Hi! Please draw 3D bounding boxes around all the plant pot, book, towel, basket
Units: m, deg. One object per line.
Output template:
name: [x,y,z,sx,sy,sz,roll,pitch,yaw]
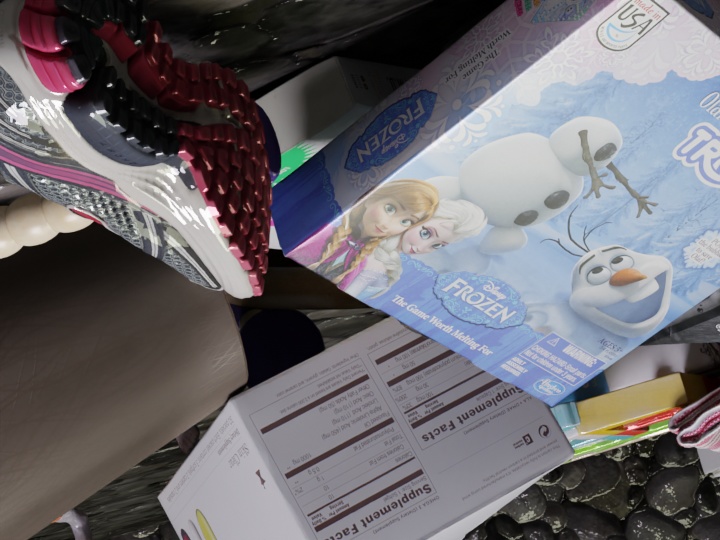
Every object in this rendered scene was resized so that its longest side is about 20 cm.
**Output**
plant pot: [0.000,0.000,1.278,0.198,0.028,0.200,-2,-175,0]
book: [-0.005,-0.058,1.105,0.133,0.048,0.199,-28,165,29]
towel: [0.263,0.069,1.355,0.146,0.030,0.200,-32,166,11]
basket: [-0.168,0.047,1.115,0.199,0.181,0.136,-25,173,-15]

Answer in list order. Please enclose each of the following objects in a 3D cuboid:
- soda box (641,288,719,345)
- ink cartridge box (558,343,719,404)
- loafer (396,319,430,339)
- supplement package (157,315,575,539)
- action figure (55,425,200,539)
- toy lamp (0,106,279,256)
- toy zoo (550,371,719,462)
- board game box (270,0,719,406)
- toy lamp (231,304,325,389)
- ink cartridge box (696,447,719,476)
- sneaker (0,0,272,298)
soda box: [0.152,-0.006,1.147,0.199,0.064,0.071,-5,-143,42]
ink cartridge box: [0.190,0.000,1.421,0.198,0.147,0.147,-17,170,4]
loafer: [0.059,-0.045,1.061,0.072,0.073,0.201,5,132,-35]
supplement package: [-0.003,0.112,1.224,0.155,0.111,0.200,-27,169,-23]
action figure: [-0.218,0.097,1.278,0.193,0.105,0.200,30,130,-25]
toy lamp: [-0.130,-0.026,0.982,0.199,0.059,0.058,-17,171,20]
toy zoo: [0.152,0.092,1.377,0.130,0.021,0.200,-19,169,18]
board game box: [0.097,-0.038,0.994,0.199,0.044,0.199,-38,137,23]
toy lamp: [-0.059,0.037,1.339,0.058,0.059,0.200,-15,-175,-6]
ink cartridge box: [0.290,0.026,1.577,0.144,0.202,0.083,-13,170,-18]
sneaker: [-0.090,-0.049,0.856,0.074,0.081,0.200,-12,150,21]
